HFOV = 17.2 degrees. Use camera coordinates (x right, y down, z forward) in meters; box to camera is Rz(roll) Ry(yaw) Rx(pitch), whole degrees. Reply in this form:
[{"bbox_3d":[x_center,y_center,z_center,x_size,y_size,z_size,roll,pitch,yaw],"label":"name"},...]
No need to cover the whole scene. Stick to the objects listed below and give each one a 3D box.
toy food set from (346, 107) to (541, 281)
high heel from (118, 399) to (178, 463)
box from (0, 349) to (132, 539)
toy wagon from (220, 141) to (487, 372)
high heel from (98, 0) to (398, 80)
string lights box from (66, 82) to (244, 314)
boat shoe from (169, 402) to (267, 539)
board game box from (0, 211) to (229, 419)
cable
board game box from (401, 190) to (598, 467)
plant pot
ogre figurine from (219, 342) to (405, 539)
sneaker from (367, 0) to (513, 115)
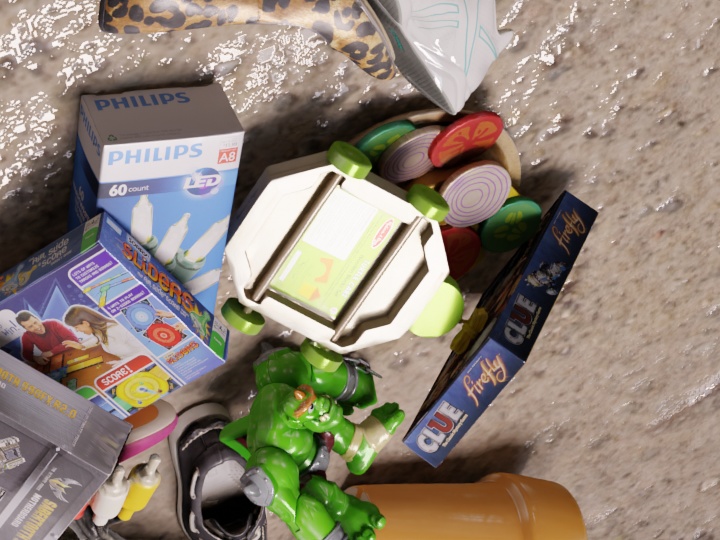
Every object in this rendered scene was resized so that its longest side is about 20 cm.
[{"bbox_3d":[0.037,-0.043,1.783,0.198,0.049,0.200,-39,139,8],"label":"toy food set"},{"bbox_3d":[-0.231,0.155,1.799,0.199,0.067,0.096,-18,134,-12],"label":"high heel"},{"bbox_3d":[-0.270,0.132,1.666,0.158,0.048,0.200,30,138,-10],"label":"box"},{"bbox_3d":[0.000,0.000,1.713,0.200,0.040,0.155,27,112,-23],"label":"toy wagon"},{"bbox_3d":[-0.073,-0.160,1.567,0.142,0.071,0.200,-42,123,3],"label":"high heel"},{"bbox_3d":[-0.149,-0.033,1.666,0.102,0.059,0.200,-7,135,-21],"label":"string lights box"},{"bbox_3d":[-0.106,0.189,1.922,0.074,0.060,0.200,-20,139,-13],"label":"boat shoe"},{"bbox_3d":[-0.210,0.055,1.662,0.200,0.035,0.135,-29,123,25],"label":"board game box"},{"bbox_3d":[-0.201,0.194,1.779,0.097,0.050,0.200,-6,140,-12],"label":"cable"},{"bbox_3d":[0.107,0.042,1.807,0.035,0.200,0.136,34,130,-2],"label":"board game box"},{"bbox_3d":[0.066,0.259,2.021,0.183,0.201,0.201,14,124,-22],"label":"plant pot"},{"bbox_3d":[-0.038,0.138,1.831,0.120,0.201,0.098,32,152,-29],"label":"ogre figurine"},{"bbox_3d":[0.043,-0.192,1.630,0.080,0.070,0.200,-45,144,-7],"label":"sneaker"}]
